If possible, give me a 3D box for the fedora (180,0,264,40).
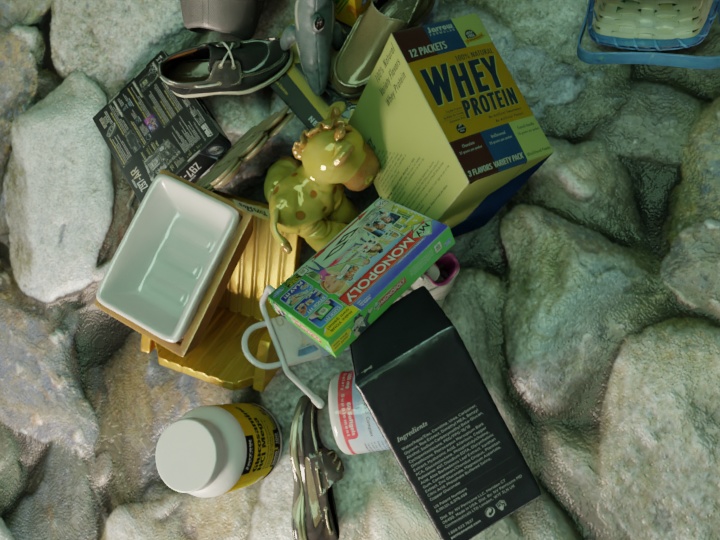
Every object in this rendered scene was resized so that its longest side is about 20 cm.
[{"bbox_3d":[-0.202,-0.394,1.119,0.171,0.201,0.093,7,111,-1],"label":"fedora"}]

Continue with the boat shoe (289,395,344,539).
[{"bbox_3d":[-0.056,0.273,1.032,0.071,0.074,0.207,-2,90,5],"label":"boat shoe"}]

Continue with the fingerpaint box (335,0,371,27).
[{"bbox_3d":[0.017,-0.468,1.031,0.072,0.168,0.202,29,72,15],"label":"fingerpaint box"}]

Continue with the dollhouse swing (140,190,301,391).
[{"bbox_3d":[-0.187,0.022,1.034,0.195,0.183,0.179,16,130,16],"label":"dollhouse swing"}]

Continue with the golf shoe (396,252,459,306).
[{"bbox_3d":[0.046,0.012,0.968,0.092,0.196,0.076,-51,58,41],"label":"golf shoe"}]

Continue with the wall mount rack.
[{"bbox_3d":[-0.044,0.092,0.960,0.196,0.075,0.177,-12,64,-31],"label":"wall mount rack"}]

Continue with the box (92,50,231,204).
[{"bbox_3d":[-0.307,-0.213,1.157,0.160,0.043,0.201,-41,64,7],"label":"box"}]

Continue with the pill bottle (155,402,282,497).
[{"bbox_3d":[-0.185,0.235,0.998,0.109,0.200,0.116,-2,82,14],"label":"pill bottle"}]

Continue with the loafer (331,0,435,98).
[{"bbox_3d":[0.025,-0.329,1.034,0.075,0.067,0.202,35,88,16],"label":"loafer"}]

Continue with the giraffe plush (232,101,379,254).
[{"bbox_3d":[-0.046,-0.125,0.979,0.163,0.198,0.174,-50,60,25],"label":"giraffe plush"}]

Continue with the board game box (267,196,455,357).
[{"bbox_3d":[0.000,0.000,0.898,0.199,0.029,0.133,-42,39,-18],"label":"board game box"}]

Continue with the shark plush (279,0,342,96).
[{"bbox_3d":[-0.049,-0.338,0.997,0.088,0.202,0.085,6,46,-16],"label":"shark plush"}]

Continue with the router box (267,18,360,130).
[{"bbox_3d":[-0.041,-0.284,1.107,0.157,0.052,0.200,-44,74,5],"label":"router box"}]

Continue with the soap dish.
[{"bbox_3d":[-0.240,-0.010,0.994,0.154,0.081,0.204,24,84,18],"label":"soap dish"}]

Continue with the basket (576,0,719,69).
[{"bbox_3d":[0.369,-0.330,0.944,0.171,0.141,0.203,9,55,16],"label":"basket"}]

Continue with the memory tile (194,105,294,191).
[{"bbox_3d":[-0.170,-0.160,1.053,0.017,0.199,0.154,46,72,-17],"label":"memory tile"}]

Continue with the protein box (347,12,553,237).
[{"bbox_3d":[0.103,-0.168,0.957,0.132,0.199,0.204,-20,75,-25],"label":"protein box"}]

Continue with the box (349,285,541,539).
[{"bbox_3d":[0.081,0.148,0.819,0.116,0.197,0.203,-30,101,2],"label":"box"}]

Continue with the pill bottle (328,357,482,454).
[{"bbox_3d":[0.064,0.172,0.986,0.194,0.109,0.112,-12,79,13],"label":"pill bottle"}]

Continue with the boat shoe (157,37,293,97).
[{"bbox_3d":[-0.194,-0.296,1.087,0.194,0.068,0.074,-9,79,7],"label":"boat shoe"}]
